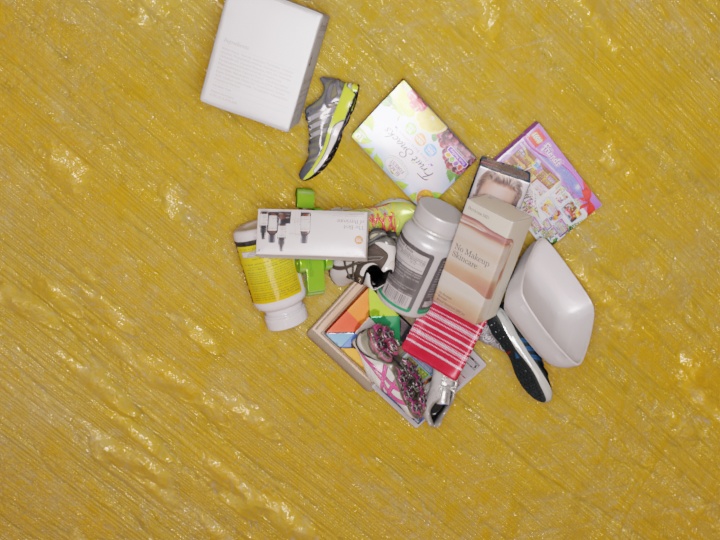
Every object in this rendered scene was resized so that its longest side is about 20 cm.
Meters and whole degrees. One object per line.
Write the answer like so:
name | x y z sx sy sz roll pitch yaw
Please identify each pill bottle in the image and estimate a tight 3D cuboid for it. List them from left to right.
pill bottle | -0.166 0.005 1.490 0.110 0.113 0.204 -13 105 5
pill bottle | 0.114 -0.025 1.446 0.111 0.114 0.203 21 116 -5

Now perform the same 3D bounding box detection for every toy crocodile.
toy crocodile | -0.097 -0.054 1.456 0.066 0.062 0.205 -12 97 -20

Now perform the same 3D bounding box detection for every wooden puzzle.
wooden puzzle | 0.018 0.122 1.558 0.185 0.037 0.200 42 103 -10

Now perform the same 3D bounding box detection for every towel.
towel | 0.171 0.091 1.490 0.143 0.022 0.203 29 95 37

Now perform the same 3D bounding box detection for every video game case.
video game case | 0.138 0.210 1.576 0.200 0.018 0.143 -43 111 10

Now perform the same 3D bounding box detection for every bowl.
bowl | 0.341 0.068 1.438 0.074 0.201 0.200 -30 107 39

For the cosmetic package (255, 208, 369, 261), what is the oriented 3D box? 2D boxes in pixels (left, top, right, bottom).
cosmetic package | -0.084 -0.063 1.381 0.195 0.051 0.085 1 85 4

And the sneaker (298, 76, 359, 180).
sneaker | -0.073 -0.263 1.441 0.080 0.074 0.203 26 99 3

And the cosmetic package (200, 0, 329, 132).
cosmetic package | -0.162 -0.371 1.353 0.163 0.168 0.204 18 107 -3

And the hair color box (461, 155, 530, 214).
hair color box | 0.237 -0.098 1.451 0.098 0.061 0.203 18 118 5

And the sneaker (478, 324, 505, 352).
sneaker | 0.278 0.119 1.528 0.196 0.082 0.076 16 106 -3

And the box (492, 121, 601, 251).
box | 0.341 -0.157 1.470 0.136 0.039 0.201 -39 101 13

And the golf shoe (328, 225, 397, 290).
golf shoe | 0.000 0.000 1.454 0.076 0.096 0.200 6 153 -28

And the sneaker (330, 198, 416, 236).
sneaker | 0.022 -0.084 1.472 0.195 0.090 0.080 -9 104 2

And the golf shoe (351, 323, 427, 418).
golf shoe | 0.058 0.201 1.524 0.091 0.072 0.202 -29 93 43

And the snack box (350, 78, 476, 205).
snack box | 0.098 -0.231 1.447 0.200 0.053 0.142 44 104 -10

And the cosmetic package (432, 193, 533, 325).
cosmetic package | 0.215 -0.020 1.384 0.102 0.087 0.204 29 115 29

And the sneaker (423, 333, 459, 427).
sneaker | 0.169 0.216 1.526 0.073 0.087 0.204 10 109 -9

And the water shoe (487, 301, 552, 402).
water shoe | 0.317 0.147 1.459 0.078 0.071 0.203 -30 89 -23
